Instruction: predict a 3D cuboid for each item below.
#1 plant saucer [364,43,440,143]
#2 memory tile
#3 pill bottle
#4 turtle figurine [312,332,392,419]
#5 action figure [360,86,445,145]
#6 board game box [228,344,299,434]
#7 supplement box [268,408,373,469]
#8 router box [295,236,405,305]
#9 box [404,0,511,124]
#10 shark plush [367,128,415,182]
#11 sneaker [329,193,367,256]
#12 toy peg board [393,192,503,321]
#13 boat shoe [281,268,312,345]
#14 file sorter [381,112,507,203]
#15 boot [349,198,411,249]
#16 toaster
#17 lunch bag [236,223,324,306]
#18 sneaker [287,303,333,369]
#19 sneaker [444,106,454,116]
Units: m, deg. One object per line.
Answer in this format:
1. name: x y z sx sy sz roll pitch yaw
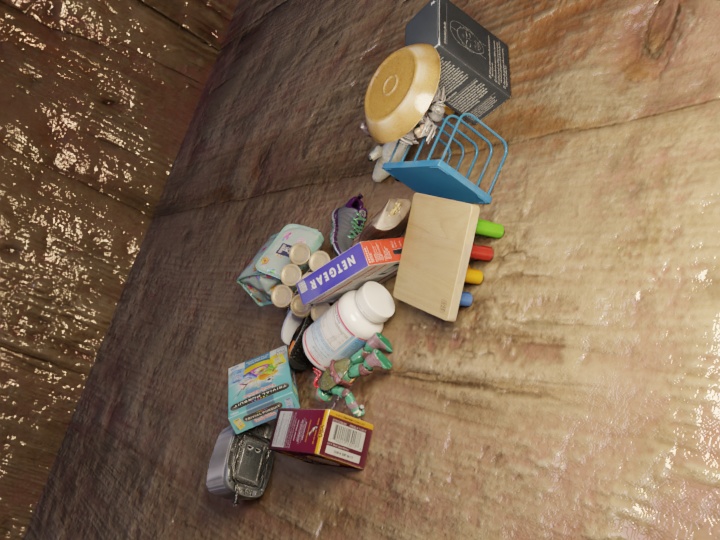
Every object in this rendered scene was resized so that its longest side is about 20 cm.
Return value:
1. plant saucer: 0.066 -0.337 1.494 0.199 0.035 0.203 -29 49 40
2. memory tile: -0.086 0.038 1.744 0.017 0.197 0.156 46 -114 -76
3. pill bottle: -0.023 0.111 1.626 0.200 0.108 0.110 -42 35 34
4. turtle figurine: -0.022 0.214 1.565 0.200 0.100 0.151 -44 34 23
5. action figure: 0.091 -0.292 1.529 0.199 0.069 0.131 -2 53 54
6. board game box: -0.218 0.259 1.788 0.149 0.048 0.201 -23 26 1
7. supplement box: -0.079 0.322 1.551 0.199 0.109 0.087 -14 56 55
8. router box: 0.000 0.000 1.594 0.199 0.178 0.050 -31 75 38
9. box: 0.191 -0.414 1.589 0.107 0.198 0.151 -33 41 42
10. shark plush: 0.081 -0.294 1.823 0.083 0.089 0.203 -38 -30 -87
11. sneaker: -0.020 -0.097 1.827 0.087 0.074 0.202 -42 34 25
12. toy peg board: 0.165 -0.024 1.462 0.199 0.096 0.203 23 103 62
13. boat shoe: -0.134 0.078 1.876 0.067 0.071 0.203 11 75 58
14. file sorter: 0.164 -0.216 1.545 0.199 0.138 0.124 11 74 60
15. boot: 0.067 -0.109 1.582 0.186 0.064 0.200 -46 -4 -26
16. toaster: -0.266 0.429 1.781 0.129 0.112 0.203 -30 42 51
17. lunch bag: -0.185 -0.016 1.948 0.199 0.122 0.171 -17 31 54
18. sneaker: -0.107 0.119 1.803 0.202 0.069 0.090 -60 20 1
19. sneaker: 0.171 -0.408 1.760 0.089 0.075 0.200 -53 40 13
